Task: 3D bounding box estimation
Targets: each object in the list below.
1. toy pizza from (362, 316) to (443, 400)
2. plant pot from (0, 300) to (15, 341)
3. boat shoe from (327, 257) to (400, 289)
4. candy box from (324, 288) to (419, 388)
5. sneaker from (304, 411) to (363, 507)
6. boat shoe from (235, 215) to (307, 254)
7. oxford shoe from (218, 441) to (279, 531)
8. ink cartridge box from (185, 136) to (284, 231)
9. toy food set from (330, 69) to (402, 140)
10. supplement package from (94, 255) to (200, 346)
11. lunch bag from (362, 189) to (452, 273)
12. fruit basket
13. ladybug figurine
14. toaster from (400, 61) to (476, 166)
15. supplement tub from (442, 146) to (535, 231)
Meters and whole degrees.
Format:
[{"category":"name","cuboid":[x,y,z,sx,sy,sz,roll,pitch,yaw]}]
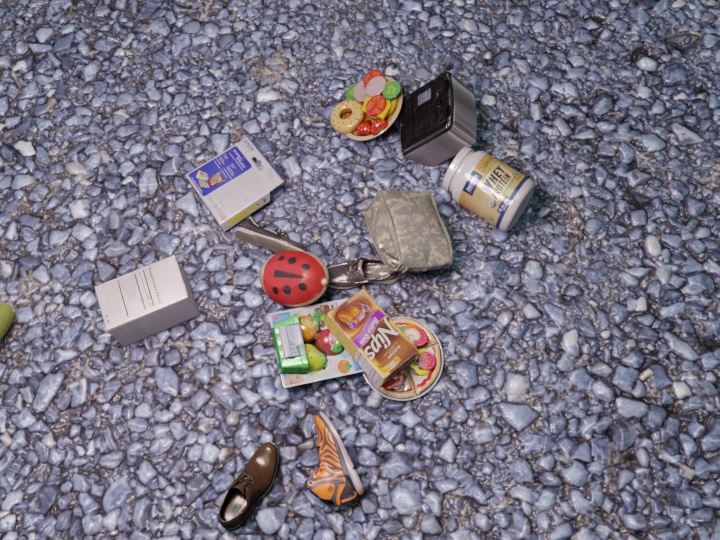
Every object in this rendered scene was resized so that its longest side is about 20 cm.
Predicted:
[{"category":"toy pizza","cuboid":[0.096,0.200,1.626,0.196,0.032,0.204,-1,66,2]},{"category":"plant pot","cuboid":[-0.913,0.142,1.624,0.197,0.201,0.191,23,56,12]},{"category":"boat shoe","cuboid":[0.000,0.000,1.699,0.196,0.065,0.073,-2,66,2]},{"category":"candy box","cuboid":[0.024,0.152,1.588,0.116,0.057,0.200,-32,70,-30]},{"category":"sneaker","cuboid":[-0.081,0.414,1.515,0.111,0.078,0.202,-25,68,-10]},{"category":"boat shoe","cuboid":[-0.214,-0.087,1.743,0.197,0.073,0.063,19,65,16]},{"category":"oxford shoe","cuboid":[-0.236,0.458,1.499,0.072,0.085,0.202,23,67,14]},{"category":"ink cartridge box","cuboid":[-0.323,-0.227,1.815,0.198,0.047,0.198,-33,61,-13]},{"category":"toy food set","cuboid":[0.023,-0.439,1.863,0.199,0.049,0.200,28,85,38]},{"category":"supplement package","cuboid":[-0.501,0.073,1.656,0.197,0.122,0.121,-22,67,-8]},{"category":"lunch bag","cuboid":[0.117,-0.082,1.678,0.162,0.118,0.203,-3,61,-31]},{"category":"fruit basket","cuboid":[-0.101,0.163,1.619,0.196,0.094,0.188,-12,66,-7]},{"category":"ladybug figurine","cuboid":[-0.164,0.016,1.661,0.197,0.072,0.138,2,79,31]},{"category":"toaster","cuboid":[0.202,-0.393,1.800,0.198,0.118,0.184,-24,57,42]},{"category":"supplement tub","cuboid":[0.315,-0.205,1.734,0.199,0.145,0.145,33,71,16]}]
